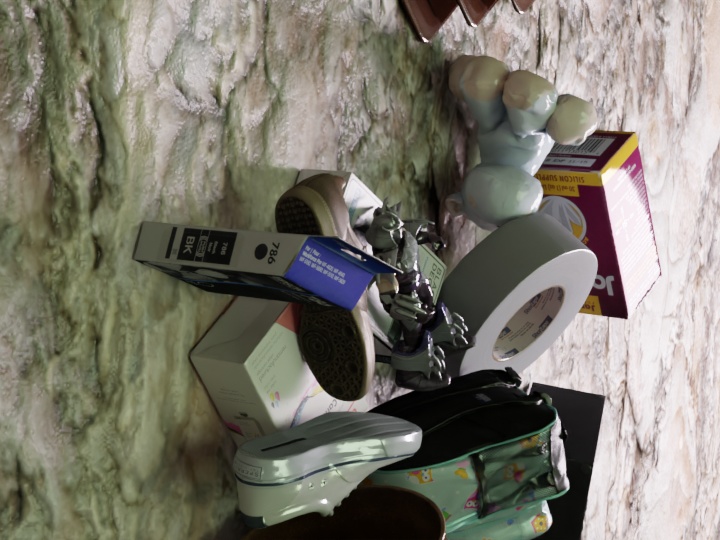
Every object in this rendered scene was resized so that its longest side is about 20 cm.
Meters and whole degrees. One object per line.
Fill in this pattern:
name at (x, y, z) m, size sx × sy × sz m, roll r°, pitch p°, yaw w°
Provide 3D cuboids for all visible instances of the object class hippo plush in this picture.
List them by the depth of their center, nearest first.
hippo plush at (0.142, -0.128, 1.526) m, size 0.161 × 0.159 × 0.200 m, roll -65°, pitch -174°, yaw 1°

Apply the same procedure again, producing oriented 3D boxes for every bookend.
bookend at (0.219, 0.263, 1.671) m, size 0.200 × 0.092 × 0.199 m, roll -54°, pitch 152°, yaw -67°

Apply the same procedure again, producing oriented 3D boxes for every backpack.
backpack at (0.083, 0.193, 1.392) m, size 0.200 × 0.176 × 0.154 m, roll -10°, pitch 109°, yaw -17°

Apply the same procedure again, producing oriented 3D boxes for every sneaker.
sneaker at (-0.030, 0.169, 1.225) m, size 0.200 × 0.073 × 0.071 m, roll -7°, pitch 111°, yaw -42°
sneaker at (-0.014, 0.013, 1.233) m, size 0.076 × 0.070 × 0.200 m, roll -37°, pitch 122°, yaw -48°

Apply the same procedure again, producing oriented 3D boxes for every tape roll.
tape roll at (0.156, 0.036, 1.510) m, size 0.200 × 0.066 × 0.200 m, roll -34°, pitch 151°, yaw -22°

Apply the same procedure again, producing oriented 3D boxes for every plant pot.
plant pot at (0.002, 0.318, 1.226) m, size 0.187 × 0.187 × 0.200 m, roll -37°, pitch 121°, yaw -46°

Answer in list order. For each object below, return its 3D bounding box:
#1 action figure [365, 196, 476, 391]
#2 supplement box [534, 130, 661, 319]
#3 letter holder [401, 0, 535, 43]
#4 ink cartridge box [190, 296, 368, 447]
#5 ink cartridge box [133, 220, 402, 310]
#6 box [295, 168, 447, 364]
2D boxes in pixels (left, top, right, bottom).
action figure at (0.048, 0.017, 1.326) m, size 0.130 × 0.069 × 0.200 m, roll -68°, pitch 149°, yaw -42°
supplement box at (0.262, -0.057, 1.682) m, size 0.103 × 0.131 × 0.200 m, roll -45°, pitch 128°, yaw -41°
letter holder at (0.098, -0.341, 1.436) m, size 0.142 × 0.100 × 0.200 m, roll -53°, pitch 134°, yaw -35°
ink cartridge box at (-0.062, 0.115, 1.292) m, size 0.117 × 0.067 × 0.200 m, roll -53°, pitch 134°, yaw -37°
ink cartridge box at (-0.075, -0.003, 1.143) m, size 0.099 × 0.200 × 0.039 m, roll 28°, pitch 71°, yaw -51°
box at (0.000, 0.000, 1.373) m, size 0.200 × 0.060 × 0.117 m, roll 44°, pitch 59°, yaw -49°
